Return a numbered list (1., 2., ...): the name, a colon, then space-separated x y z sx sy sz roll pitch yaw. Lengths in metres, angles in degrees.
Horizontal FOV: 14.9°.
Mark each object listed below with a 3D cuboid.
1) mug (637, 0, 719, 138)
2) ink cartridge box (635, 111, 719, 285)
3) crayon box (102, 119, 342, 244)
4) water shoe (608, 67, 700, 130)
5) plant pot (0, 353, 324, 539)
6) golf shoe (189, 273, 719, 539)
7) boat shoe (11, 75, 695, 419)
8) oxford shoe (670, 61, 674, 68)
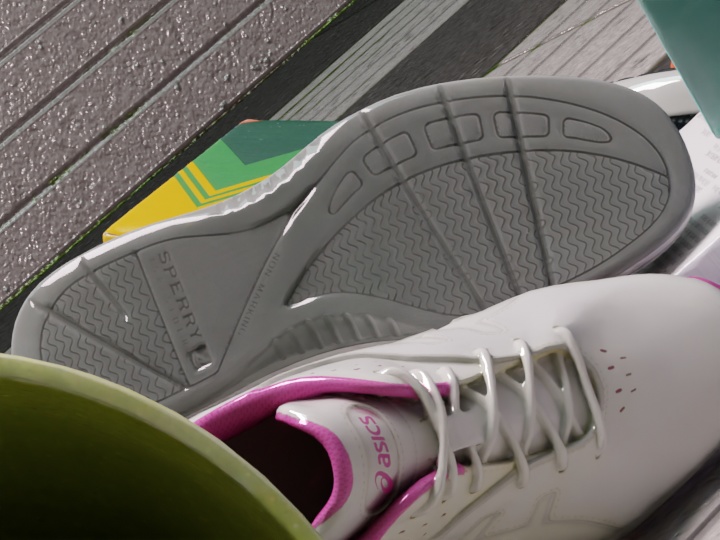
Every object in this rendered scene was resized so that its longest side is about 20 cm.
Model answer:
1. mug: 0.115 -0.142 0.834 0.114 0.152 0.185 -30 41 8
2. ink cartridge box: 0.060 0.035 0.841 0.200 0.050 0.161 -43 8 4
3. crayon box: -0.044 0.029 0.972 0.050 0.128 0.200 2 15 14
4. water shoe: 0.087 -0.025 0.967 0.199 0.079 0.071 -9 -2 20
5. plant pot: -0.079 0.122 0.586 0.187 0.187 0.200 -40 -6 -6
6. golf shoe: 0.018 0.049 0.698 0.199 0.076 0.092 -21 -8 -13
7. boat shoe: 0.000 0.002 0.793 0.201 0.075 0.065 -23 -14 6
8. oxford shoe: 0.203 -0.129 1.070 0.200 0.071 0.072 -47 -37 16
